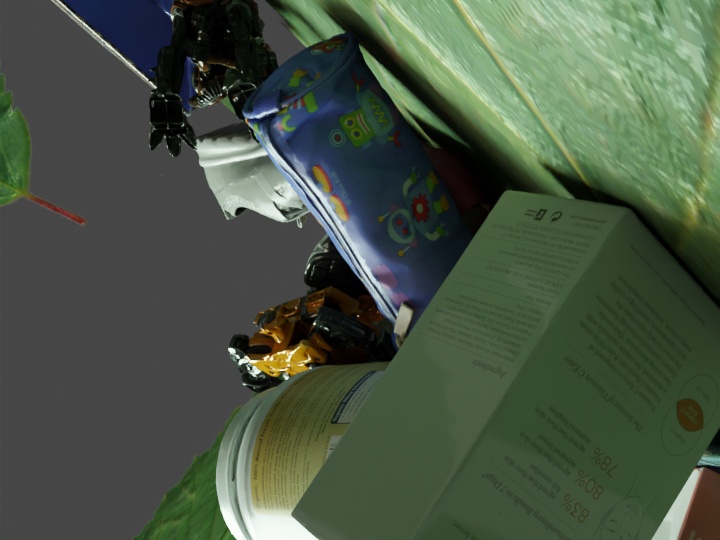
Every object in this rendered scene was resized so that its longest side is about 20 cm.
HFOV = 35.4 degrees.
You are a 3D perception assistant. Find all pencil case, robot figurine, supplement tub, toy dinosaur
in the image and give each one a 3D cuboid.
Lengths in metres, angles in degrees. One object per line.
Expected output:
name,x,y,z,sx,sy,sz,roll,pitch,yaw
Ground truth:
pencil case,0.010,-0.037,0.670,0.078,0.087,0.201,-14,115,44
robot figurine,-0.002,0.082,0.841,0.144,0.059,0.200,-19,132,40
supplement tub,0.012,0.130,0.709,0.144,0.145,0.199,41,151,-28
toy dinosaur,-0.107,-0.159,0.796,0.200,0.101,0.137,33,-131,-49

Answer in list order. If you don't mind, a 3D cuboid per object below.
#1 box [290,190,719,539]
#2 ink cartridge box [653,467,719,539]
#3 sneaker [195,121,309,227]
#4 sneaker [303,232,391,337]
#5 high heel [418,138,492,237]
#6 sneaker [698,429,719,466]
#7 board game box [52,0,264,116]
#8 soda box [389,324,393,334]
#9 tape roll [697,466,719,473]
box,0.082,0.080,0.552,0.124,0.201,0.097,41,168,-28
ink cartridge box,0.278,0.202,0.739,0.198,0.068,0.117,24,165,-2
sneaker,-0.040,-0.075,0.871,0.199,0.075,0.083,5,116,42
sneaker,0.000,0.000,0.861,0.075,0.093,0.201,15,145,1
high heel,0.076,-0.019,0.793,0.096,0.067,0.200,46,-178,40
sneaker,0.169,0.051,0.671,0.199,0.078,0.086,34,170,-21
board game box,-0.197,-0.237,0.910,0.159,0.097,0.200,41,179,-40
soda box,0.070,0.097,0.959,0.199,0.064,0.068,30,139,23
tape roll,0.216,0.101,0.875,0.200,0.066,0.200,40,180,0
